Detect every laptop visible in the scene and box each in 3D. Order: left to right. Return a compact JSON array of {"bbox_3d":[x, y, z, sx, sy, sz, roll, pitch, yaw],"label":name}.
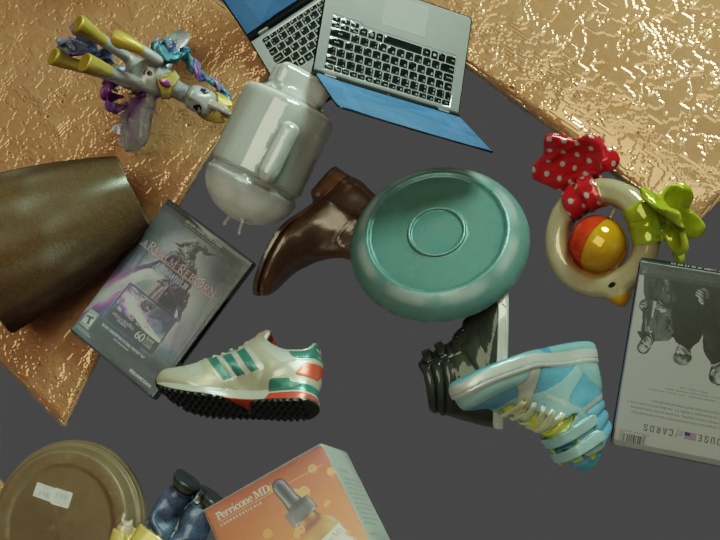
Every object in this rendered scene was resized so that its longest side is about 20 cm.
[{"bbox_3d":[-0.058,-0.325,1.404,0.187,0.116,0.201,-32,71,5],"label":"laptop"},{"bbox_3d":[0.054,-0.235,1.317,0.186,0.116,0.201,14,77,-21],"label":"laptop"}]

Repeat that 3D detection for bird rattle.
[{"bbox_3d":[0.261,-0.054,1.278,0.199,0.113,0.164,29,101,22],"label":"bird rattle"}]

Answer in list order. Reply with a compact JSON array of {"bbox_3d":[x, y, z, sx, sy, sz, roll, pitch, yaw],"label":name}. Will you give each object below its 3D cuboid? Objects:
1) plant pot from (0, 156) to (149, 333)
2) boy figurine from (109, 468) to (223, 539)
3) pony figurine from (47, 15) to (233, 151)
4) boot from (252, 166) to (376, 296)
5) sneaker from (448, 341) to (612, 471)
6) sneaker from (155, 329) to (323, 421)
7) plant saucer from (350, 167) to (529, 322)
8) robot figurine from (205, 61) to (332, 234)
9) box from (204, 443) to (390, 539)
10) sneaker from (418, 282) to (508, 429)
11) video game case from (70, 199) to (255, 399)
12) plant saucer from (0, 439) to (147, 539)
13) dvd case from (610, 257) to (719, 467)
[{"bbox_3d":[-0.361,-0.053,1.404,0.199,0.187,0.187,-26,71,-9],"label":"plant pot"},{"bbox_3d":[-0.228,0.328,1.320,0.124,0.064,0.200,33,89,-8],"label":"boy figurine"},{"bbox_3d":[-0.260,-0.226,1.397,0.193,0.199,0.167,20,88,53],"label":"pony figurine"},{"bbox_3d":[0.000,0.000,1.348,0.200,0.064,0.187,34,85,15],"label":"boot"},{"bbox_3d":[0.185,0.149,1.210,0.079,0.199,0.131,-31,72,53],"label":"sneaker"},{"bbox_3d":[-0.134,0.116,1.357,0.199,0.070,0.094,2,59,17],"label":"sneaker"},{"bbox_3d":[0.085,-0.037,1.292,0.199,0.027,0.201,-5,58,8],"label":"plant saucer"},{"bbox_3d":[-0.106,-0.137,1.357,0.113,0.170,0.201,25,92,-11],"label":"robot figurine"},{"bbox_3d":[-0.048,0.311,1.257,0.152,0.106,0.201,-30,72,5],"label":"box"},{"bbox_3d":[0.113,0.071,1.294,0.099,0.071,0.201,2,81,10],"label":"sneaker"},{"bbox_3d":[-0.238,0.033,1.421,0.143,0.019,0.200,35,88,19],"label":"video game case"},{"bbox_3d":[-0.346,0.297,1.378,0.199,0.029,0.201,-4,75,14],"label":"plant saucer"},{"bbox_3d":[0.347,0.097,1.214,0.150,0.025,0.201,10,104,16],"label":"dvd case"}]
